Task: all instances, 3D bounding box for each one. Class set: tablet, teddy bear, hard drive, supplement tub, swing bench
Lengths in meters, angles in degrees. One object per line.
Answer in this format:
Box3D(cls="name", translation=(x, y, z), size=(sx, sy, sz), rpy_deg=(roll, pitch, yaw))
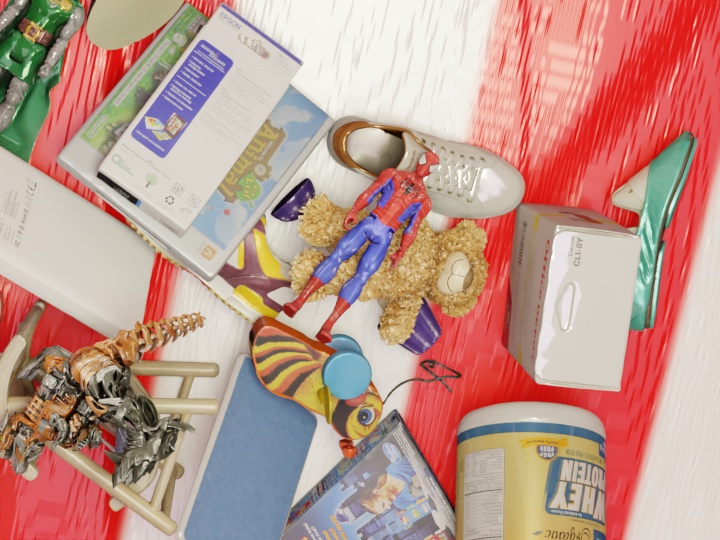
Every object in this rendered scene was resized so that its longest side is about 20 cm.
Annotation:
Box3D(cls="tablet", translation=(-0.105, 0.193, 1.674), size=(0.130, 0.014, 0.201), rpy_deg=(45, 50, -38))
Box3D(cls="teddy bear", translation=(0.030, -0.009, 1.664), size=(0.199, 0.067, 0.146), rpy_deg=(27, 73, -14))
Box3D(cls="hard drive", translation=(-0.281, -0.027, 1.632), size=(0.200, 0.132, 0.027), rpy_deg=(33, 126, -24))
Box3D(cls="supplement tub", translation=(0.161, 0.236, 1.685), size=(0.144, 0.145, 0.201), rpy_deg=(4, 71, -5))
Box3D(cls="swing bench", translation=(-0.242, 0.129, 1.645), size=(0.199, 0.199, 0.130), rpy_deg=(19, 96, -6))

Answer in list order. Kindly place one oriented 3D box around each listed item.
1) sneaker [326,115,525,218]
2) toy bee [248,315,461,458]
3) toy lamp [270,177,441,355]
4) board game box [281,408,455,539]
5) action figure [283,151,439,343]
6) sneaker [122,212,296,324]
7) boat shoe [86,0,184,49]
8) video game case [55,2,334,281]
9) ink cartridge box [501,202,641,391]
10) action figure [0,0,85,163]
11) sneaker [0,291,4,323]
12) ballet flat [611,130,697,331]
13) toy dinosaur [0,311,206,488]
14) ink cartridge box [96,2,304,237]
Box3D(cls="sneaker", translation=(0.065, -0.093, 1.694), size=(0.199, 0.085, 0.073), rpy_deg=(15, 95, -7))
Box3D(cls="toy bee", translation=(-0.020, 0.121, 1.685), size=(0.199, 0.131, 0.109), rpy_deg=(20, 101, 7))
Box3D(cls="toy lamp", translation=(0.000, 0.000, 1.716), size=(0.058, 0.058, 0.200), rpy_deg=(-44, 100, 3))
Box3D(cls="board game box", translation=(0.002, 0.275, 1.753), size=(0.199, 0.062, 0.201), rpy_deg=(-30, 99, 1))
Box3D(cls="action figure", translation=(0.011, -0.029, 1.614), size=(0.065, 0.052, 0.200), rpy_deg=(36, 75, -1))
Box3D(cls="sneaker", translation=(-0.139, -0.036, 1.696), size=(0.200, 0.075, 0.090), rpy_deg=(39, 93, -17))
Box3D(cls="boat shoe", translation=(-0.190, -0.294, 1.660), size=(0.073, 0.063, 0.202), rpy_deg=(26, 111, -38))
Box3D(cls="video game case", translation=(-0.152, -0.121, 1.662), size=(0.182, 0.022, 0.200), rpy_deg=(38, 71, -4))
Box3D(cls="ink cartridge box", translation=(0.193, 0.021, 1.660), size=(0.083, 0.200, 0.146), rpy_deg=(6, 98, -5))
Box3D(cls="action figure", translation=(-0.318, -0.203, 1.668), size=(0.118, 0.055, 0.201), rpy_deg=(31, 91, -5))
Box3D(cls="sneaker", translation=(-0.376, -0.024, 1.672), size=(0.077, 0.082, 0.201), rpy_deg=(-12, 98, -2))
Box3D(cls="ballet flat", translation=(0.272, -0.043, 1.728), size=(0.070, 0.067, 0.201), rpy_deg=(13, 95, 8))
Box3D(cls="toy dinosaur", translation=(-0.216, 0.108, 1.501), size=(0.200, 0.102, 0.136), rpy_deg=(-42, 82, 23))
Box3D(cls="ink cartridge box", translation=(-0.146, -0.139, 1.636), size=(0.099, 0.039, 0.200), rpy_deg=(36, 74, -4))
